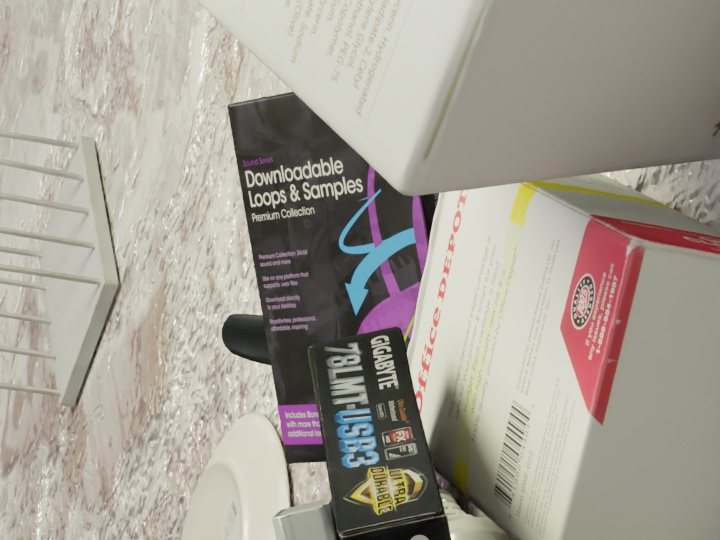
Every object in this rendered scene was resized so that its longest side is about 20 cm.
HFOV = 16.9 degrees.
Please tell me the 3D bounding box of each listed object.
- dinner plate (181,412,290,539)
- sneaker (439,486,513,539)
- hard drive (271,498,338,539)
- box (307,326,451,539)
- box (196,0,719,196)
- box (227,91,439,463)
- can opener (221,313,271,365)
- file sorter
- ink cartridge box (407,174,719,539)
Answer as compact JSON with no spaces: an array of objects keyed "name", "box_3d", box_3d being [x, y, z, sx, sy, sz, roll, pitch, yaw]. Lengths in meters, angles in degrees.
[{"name":"dinner plate","box_3d":[-0.089,0.191,1.586,0.200,0.024,0.201,-171,90,-68]},{"name":"sneaker","box_3d":[0.023,0.132,1.243,0.200,0.073,0.085,147,126,-65]},{"name":"hard drive","box_3d":[-0.003,0.201,1.054,0.132,0.026,0.200,94,163,-86]},{"name":"box","box_3d":[0.023,0.152,1.042,0.200,0.050,0.199,-104,1,-70]},{"name":"box","box_3d":[0.071,-0.160,1.001,0.171,0.199,0.200,45,127,34]},{"name":"box","box_3d":[0.000,0.000,1.269,0.143,0.036,0.200,-7,93,49]},{"name":"can opener","box_3d":[-0.020,0.040,1.404,0.200,0.063,0.079,-3,77,66]},{"name":"file sorter","box_3d":[-0.291,-0.010,2.053,0.200,0.124,0.139,-106,32,-49]},{"name":"ink cartridge box","box_3d":[0.097,0.038,1.075,0.200,0.083,0.145,-143,63,-66]}]
